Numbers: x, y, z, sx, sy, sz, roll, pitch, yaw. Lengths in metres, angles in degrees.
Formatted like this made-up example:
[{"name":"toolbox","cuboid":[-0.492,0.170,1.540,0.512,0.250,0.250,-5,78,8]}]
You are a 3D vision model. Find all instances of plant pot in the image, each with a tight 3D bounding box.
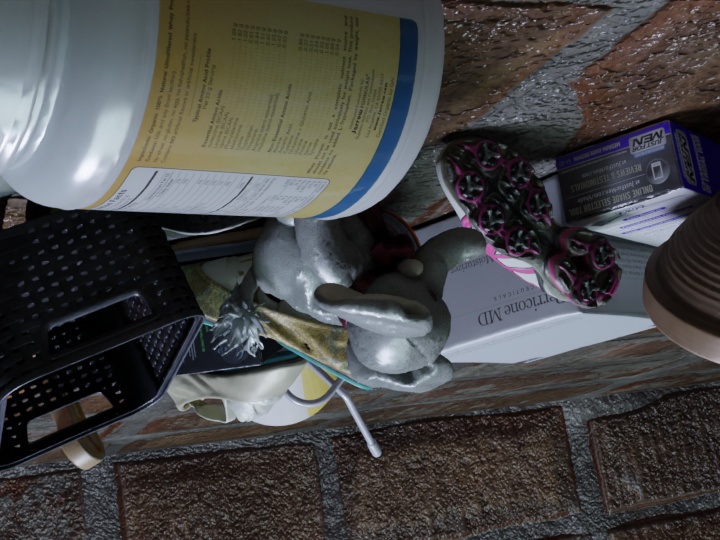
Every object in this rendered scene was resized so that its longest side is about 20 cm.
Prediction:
[{"name":"plant pot","cuboid":[0.328,-0.012,0.943,0.198,0.094,0.202,-3,-150,2]}]

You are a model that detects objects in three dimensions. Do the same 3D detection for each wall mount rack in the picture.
[{"name":"wall mount rack","cuboid":[0.001,0.078,1.187,0.200,0.174,0.075,-49,-176,-25]}]

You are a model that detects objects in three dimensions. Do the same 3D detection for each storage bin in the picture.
[{"name":"storage bin","cuboid":[-0.195,0.044,0.782,0.134,0.095,0.200,-22,165,-26]}]

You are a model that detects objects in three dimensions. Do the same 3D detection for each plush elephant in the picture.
[{"name":"plush elephant","cuboid":[0.009,0.000,0.805,0.154,0.201,0.165,28,167,12]}]

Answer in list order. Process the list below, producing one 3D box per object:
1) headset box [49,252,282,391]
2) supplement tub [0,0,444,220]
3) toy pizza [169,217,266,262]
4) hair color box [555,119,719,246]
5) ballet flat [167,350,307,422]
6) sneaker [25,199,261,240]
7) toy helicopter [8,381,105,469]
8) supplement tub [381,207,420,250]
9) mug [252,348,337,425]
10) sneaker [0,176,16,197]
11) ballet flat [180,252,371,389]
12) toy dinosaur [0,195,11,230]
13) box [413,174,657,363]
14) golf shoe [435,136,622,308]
[{"name":"headset box","cuboid":[-0.157,0.038,1.051,0.197,0.094,0.174,-8,-177,8]},{"name":"supplement tub","cuboid":[-0.079,-0.097,0.507,0.198,0.147,0.144,1,164,-36]},{"name":"toy pizza","cuboid":[-0.147,-0.025,0.981,0.197,0.032,0.200,-7,-177,0]},{"name":"hair color box","cuboid":[0.268,-0.072,1.052,0.108,0.066,0.199,-17,167,34]},{"name":"ballet flat","cuboid":[-0.116,0.110,1.111,0.069,0.071,0.199,3,175,-42]},{"name":"sneaker","cuboid":[-0.139,-0.054,0.857,0.197,0.075,0.081,-7,178,18]},{"name":"toy helicopter","cuboid":[-0.283,0.085,1.058,0.078,0.201,0.132,-33,160,4]},{"name":"supplement tub","cuboid":[0.000,0.000,1.021,0.105,0.109,0.200,-11,-174,10]},{"name":"mug","cuboid":[-0.078,0.063,1.285,0.186,0.150,0.153,-39,164,-14]},{"name":"sneaker","cuboid":[-0.201,-0.083,0.690,0.198,0.074,0.071,-6,153,-40]},{"name":"ballet flat","cuboid":[-0.063,0.024,0.896,0.198,0.071,0.071,22,165,-1]},{"name":"toy dinosaur","cuboid":[-0.294,-0.011,0.750,0.197,0.138,0.086,-9,168,-2]},{"name":"box","cuboid":[0.178,0.007,1.176,0.198,0.133,0.199,-20,163,39]},{"name":"golf shoe","cuboid":[0.122,-0.035,0.973,0.200,0.073,0.092,40,164,-29]}]
